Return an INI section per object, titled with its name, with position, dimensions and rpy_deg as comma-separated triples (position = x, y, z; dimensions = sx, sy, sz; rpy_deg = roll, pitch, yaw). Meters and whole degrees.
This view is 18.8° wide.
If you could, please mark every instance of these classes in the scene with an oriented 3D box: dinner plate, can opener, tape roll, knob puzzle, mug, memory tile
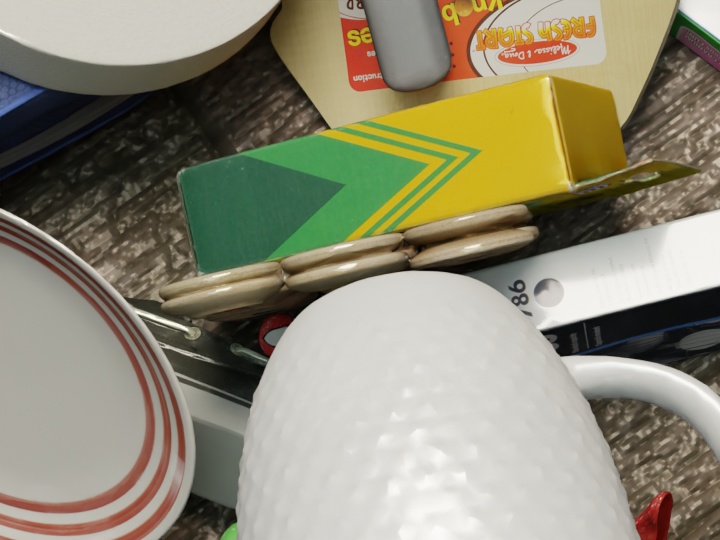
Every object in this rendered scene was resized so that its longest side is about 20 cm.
[dinner plate]
position = -0.157, 0.044, 0.920
dimensions = 0.200, 0.201, 0.024
rpy_deg = 19, 42, 11
[can opener]
position = 0.019, -0.183, 0.961
dimensions = 0.067, 0.053, 0.201
rpy_deg = -14, 100, 5
[tape roll]
position = -0.115, -0.174, 0.928
dimensions = 0.202, 0.037, 0.203
rpy_deg = 6, 70, -17
[knob puzzle]
position = 0.054, -0.121, 1.006
dimensions = 0.219, 0.030, 0.220
rpy_deg = 3, 101, 18
[mug]
position = 0.052, 0.094, 0.800
dimensions = 0.199, 0.148, 0.176
rpy_deg = -8, 60, -4
[memory tile]
position = 0.000, 0.000, 0.920
dimensions = 0.153, 0.200, 0.017
rpy_deg = -13, 87, 3

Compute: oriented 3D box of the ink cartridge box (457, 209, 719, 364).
[ink cartridge box]
position = 0.116, 0.015, 0.951
dimensions = 0.199, 0.099, 0.039
rpy_deg = -13, 71, 6

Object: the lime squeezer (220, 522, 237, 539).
[lime squeezer]
position = -0.050, 0.107, 0.935
dimensions = 0.071, 0.200, 0.038
rpy_deg = 31, 47, -14

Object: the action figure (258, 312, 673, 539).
[action figure]
position = 0.035, 0.068, 0.919
dimensions = 0.200, 0.052, 0.065
rpy_deg = 26, 50, 30

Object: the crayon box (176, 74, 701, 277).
[crayon box]
position = 0.037, -0.042, 0.938
dimensions = 0.199, 0.127, 0.051
rpy_deg = -13, 87, 17

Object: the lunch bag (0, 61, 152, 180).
[lunch bag]
position = -0.165, -0.124, 0.987
dimensions = 0.200, 0.132, 0.136
rpy_deg = -30, 85, -26

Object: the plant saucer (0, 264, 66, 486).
[plant saucer]
position = -0.214, 0.024, 0.970
dimensions = 0.199, 0.200, 0.031
rpy_deg = 21, 42, 11

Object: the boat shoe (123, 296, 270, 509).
[boat shoe]
position = -0.102, 0.048, 0.996
dimensions = 0.200, 0.071, 0.064
rpy_deg = 24, 46, 13

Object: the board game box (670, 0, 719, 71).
[board game box]
position = 0.175, -0.185, 1.016
dimensions = 0.200, 0.040, 0.153
rpy_deg = 40, 86, 13
